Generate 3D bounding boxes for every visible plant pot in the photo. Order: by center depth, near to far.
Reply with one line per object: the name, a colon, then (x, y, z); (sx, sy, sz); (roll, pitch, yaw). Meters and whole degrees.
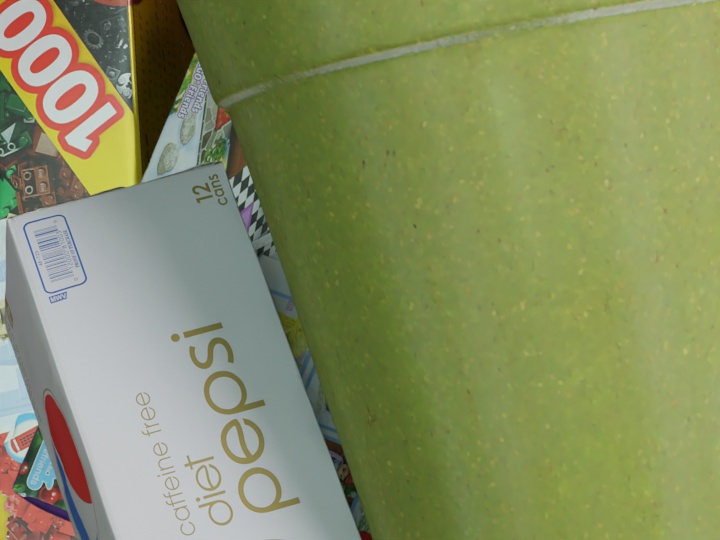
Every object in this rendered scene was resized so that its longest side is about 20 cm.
plant pot: (0.055, -0.009, 0.775); (0.199, 0.200, 0.191); (-10, 90, 13)

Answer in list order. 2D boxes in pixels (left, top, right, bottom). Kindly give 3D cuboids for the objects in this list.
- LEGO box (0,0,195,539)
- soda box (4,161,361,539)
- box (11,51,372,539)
LEGO box: (-0.130, 0.003, 0.995); (0.148, 0.077, 0.201); (-6, 82, 13)
soda box: (-0.037, 0.077, 0.799); (0.063, 0.068, 0.200); (-15, 69, -14)
box: (0.000, 0.000, 0.882); (0.137, 0.039, 0.200); (20, 81, 14)
